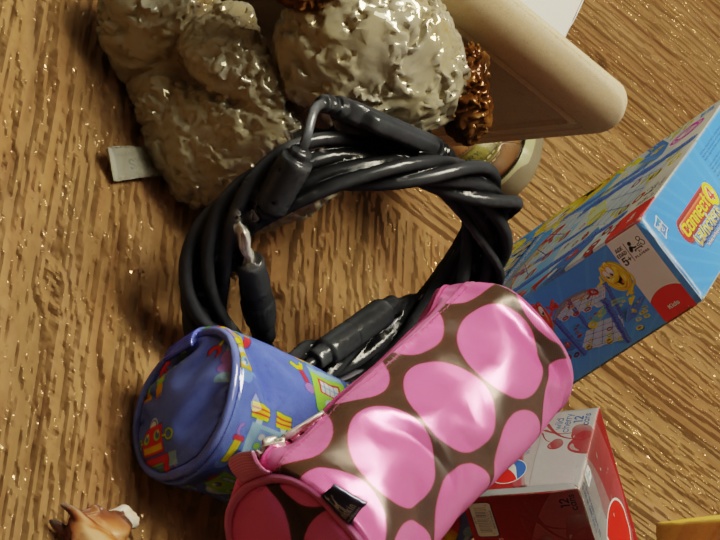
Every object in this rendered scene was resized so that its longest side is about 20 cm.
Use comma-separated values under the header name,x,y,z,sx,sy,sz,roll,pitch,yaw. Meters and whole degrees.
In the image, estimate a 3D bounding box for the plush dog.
name,x,y,z,sx,sy,sz,roll,pitch,yaw
plush dog,-0.025,-0.095,1.309,0.200,0.172,0.161,34,37,-32

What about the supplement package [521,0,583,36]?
name,x,y,z,sx,sy,sz,roll,pitch,yaw
supplement package,0.024,-0.197,1.450,0.200,0.120,0.121,33,71,-26

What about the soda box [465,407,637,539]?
name,x,y,z,sx,sy,sz,roll,pitch,yaw
soda box,0.111,0.170,1.275,0.070,0.063,0.200,-68,146,-53

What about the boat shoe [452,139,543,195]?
name,x,y,z,sx,sy,sz,roll,pitch,yaw
boat shoe,0.081,-0.136,1.590,0.068,0.072,0.200,37,36,-30

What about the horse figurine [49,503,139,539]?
name,x,y,z,sx,sy,sz,roll,pitch,yaw
horse figurine,-0.049,0.186,1.130,0.132,0.050,0.200,-2,64,-50

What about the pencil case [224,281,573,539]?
name,x,y,z,sx,sy,sz,roll,pitch,yaw
pencil case,0.020,0.078,1.162,0.094,0.091,0.200,52,42,-2

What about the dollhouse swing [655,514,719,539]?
name,x,y,z,sx,sy,sz,roll,pitch,yaw
dollhouse swing,0.261,0.224,1.313,0.182,0.176,0.200,7,76,-65

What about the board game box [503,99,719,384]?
name,x,y,z,sx,sy,sz,roll,pitch,yaw
board game box,0.127,0.005,1.401,0.056,0.196,0.200,51,31,-5

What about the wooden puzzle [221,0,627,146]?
name,x,y,z,sx,sy,sz,roll,pitch,yaw
wooden puzzle,0.026,-0.129,1.394,0.185,0.200,0.037,35,65,-30

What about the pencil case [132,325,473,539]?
name,x,y,z,sx,sy,sz,roll,pitch,yaw
pencil case,-0.021,0.085,1.237,0.200,0.078,0.087,22,46,-42

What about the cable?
name,x,y,z,sx,sy,sz,roll,pitch,yaw
cable,0.000,0.000,1.277,0.200,0.163,0.051,21,15,-47
